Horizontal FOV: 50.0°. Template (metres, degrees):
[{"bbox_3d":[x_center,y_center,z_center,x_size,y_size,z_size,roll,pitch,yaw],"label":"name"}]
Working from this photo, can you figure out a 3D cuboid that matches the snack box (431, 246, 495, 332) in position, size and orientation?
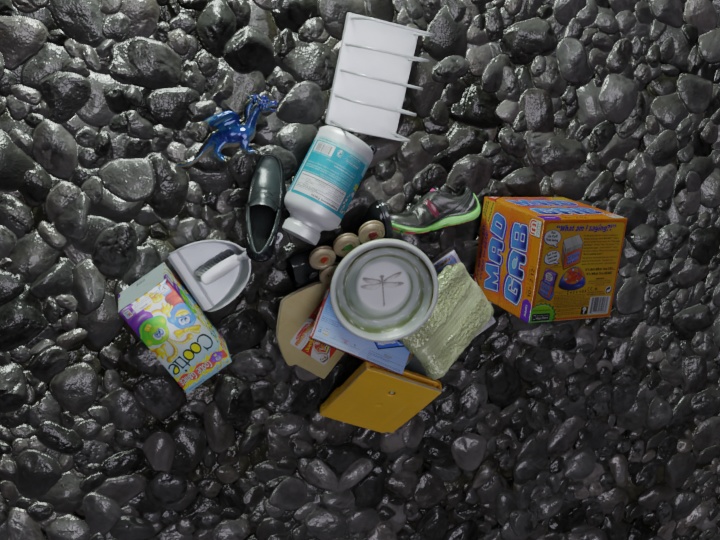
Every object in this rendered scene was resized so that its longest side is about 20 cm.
[{"bbox_3d":[0.208,0.051,1.606,0.072,0.024,0.200,-35,114,-3],"label":"snack box"}]

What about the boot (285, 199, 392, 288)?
[{"bbox_3d":[-0.043,-0.047,1.439,0.199,0.066,0.165,-17,149,-10],"label":"boot"}]

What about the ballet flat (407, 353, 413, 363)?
[{"bbox_3d":[0.095,0.132,1.538,0.200,0.071,0.065,-45,126,-1],"label":"ballet flat"}]

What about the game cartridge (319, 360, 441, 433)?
[{"bbox_3d":[0.038,0.259,1.562,0.176,0.033,0.200,21,136,-23],"label":"game cartridge"}]

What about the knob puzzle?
[{"bbox_3d":[-0.088,0.099,1.511,0.219,0.030,0.221,-15,120,-27],"label":"knob puzzle"}]

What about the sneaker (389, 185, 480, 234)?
[{"bbox_3d":[0.135,-0.120,1.512,0.199,0.077,0.084,-15,94,-16],"label":"sneaker"}]

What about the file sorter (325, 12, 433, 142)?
[{"bbox_3d":[0.037,-0.341,1.372,0.138,0.125,0.201,8,104,-20],"label":"file sorter"}]

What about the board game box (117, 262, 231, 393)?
[{"bbox_3d":[-0.338,0.105,1.407,0.105,0.103,0.200,-36,114,-4],"label":"board game box"}]

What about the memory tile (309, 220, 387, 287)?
[{"bbox_3d":[0.000,0.000,1.441,0.153,0.017,0.200,-25,138,4],"label":"memory tile"}]

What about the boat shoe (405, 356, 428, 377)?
[{"bbox_3d":[0.153,0.151,1.604,0.064,0.071,0.201,6,112,-59],"label":"boat shoe"}]

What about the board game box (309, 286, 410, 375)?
[{"bbox_3d":[0.009,0.115,1.454,0.199,0.019,0.103,25,78,-21],"label":"board game box"}]

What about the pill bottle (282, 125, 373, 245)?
[{"bbox_3d":[-0.066,-0.149,1.387,0.111,0.111,0.201,29,86,-23],"label":"pill bottle"}]

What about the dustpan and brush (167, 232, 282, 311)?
[{"bbox_3d":[-0.234,-0.019,1.423,0.200,0.057,0.140,-33,114,-8],"label":"dustpan and brush"}]

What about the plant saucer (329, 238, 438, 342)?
[{"bbox_3d":[0.042,0.032,1.412,0.199,0.050,0.201,-2,110,-5],"label":"plant saucer"}]

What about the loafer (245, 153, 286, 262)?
[{"bbox_3d":[-0.169,-0.116,1.379,0.068,0.070,0.202,7,80,-7],"label":"loafer"}]

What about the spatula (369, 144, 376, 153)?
[{"bbox_3d":[-0.043,-0.168,1.458,0.200,0.021,0.057,-42,110,-2],"label":"spatula"}]

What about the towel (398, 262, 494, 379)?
[{"bbox_3d":[0.167,0.097,1.495,0.200,0.036,0.148,-47,110,-17],"label":"towel"}]

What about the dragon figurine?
[{"bbox_3d":[-0.238,-0.247,1.350,0.199,0.059,0.100,-18,111,-12],"label":"dragon figurine"}]

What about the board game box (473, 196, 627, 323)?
[{"bbox_3d":[0.367,-0.029,1.523,0.199,0.200,0.201,-2,108,-24],"label":"board game box"}]
